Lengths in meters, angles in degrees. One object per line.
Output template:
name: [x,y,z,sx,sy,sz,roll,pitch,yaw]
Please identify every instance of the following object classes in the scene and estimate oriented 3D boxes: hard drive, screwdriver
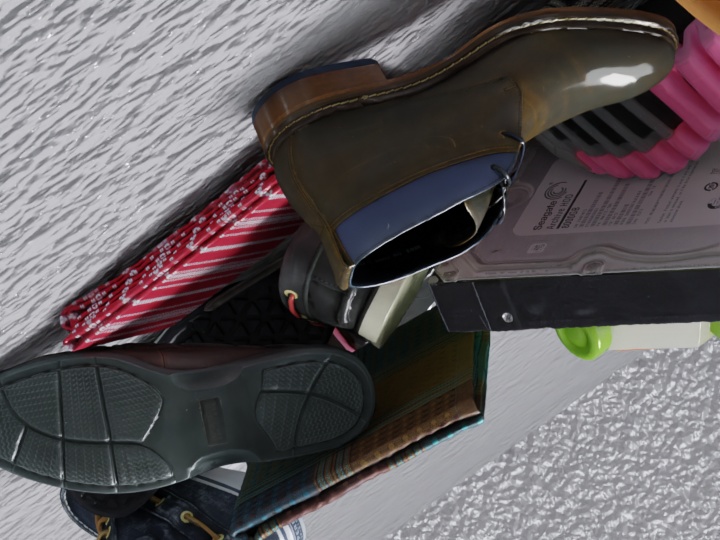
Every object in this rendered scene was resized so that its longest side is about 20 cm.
hard drive: [0.146,-0.028,1.291,0.199,0.038,0.140,-3,-145,33]
screwdriver: [-0.012,-0.029,1.434,0.200,0.029,0.028,-27,167,-30]

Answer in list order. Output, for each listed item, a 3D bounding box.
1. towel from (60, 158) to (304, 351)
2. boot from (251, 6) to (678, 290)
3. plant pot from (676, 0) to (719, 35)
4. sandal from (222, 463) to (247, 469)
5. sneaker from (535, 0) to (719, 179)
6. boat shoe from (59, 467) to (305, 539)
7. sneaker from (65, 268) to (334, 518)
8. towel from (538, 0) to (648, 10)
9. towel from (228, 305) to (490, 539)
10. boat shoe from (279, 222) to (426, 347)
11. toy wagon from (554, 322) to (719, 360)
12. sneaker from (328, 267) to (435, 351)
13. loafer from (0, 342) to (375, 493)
towel: [-0.050,-0.030,1.304,0.200,0.023,0.145,-37,172,16]
boot: [0.060,-0.052,1.175,0.199,0.097,0.075,-15,149,-9]
plant pot: [0.203,-0.190,0.997,0.140,0.200,0.200,-49,180,-37]
sandal: [-0.049,0.066,1.539,0.059,0.079,0.207,17,137,-27]
sneaker: [0.164,-0.114,1.263,0.200,0.079,0.096,-24,-148,38]
boat shoe: [-0.129,0.152,1.522,0.200,0.071,0.091,4,-146,47]
sneaker: [-0.096,0.057,1.481,0.200,0.072,0.083,-38,-167,19]
towel: [0.121,-0.119,1.381,0.192,0.035,0.200,-40,172,-17]
towel: [0.004,0.075,1.373,0.146,0.022,0.200,-29,-168,11]
boat shoe: [0.001,-0.003,1.360,0.074,0.063,0.201,-64,174,3]
toy wagon: [0.154,-0.008,1.378,0.155,0.200,0.040,-36,143,-30]
sneaker: [0.005,0.009,1.544,0.200,0.071,0.099,-49,163,29]
loafer: [-0.094,0.068,1.316,0.199,0.072,0.063,-3,-168,-6]
